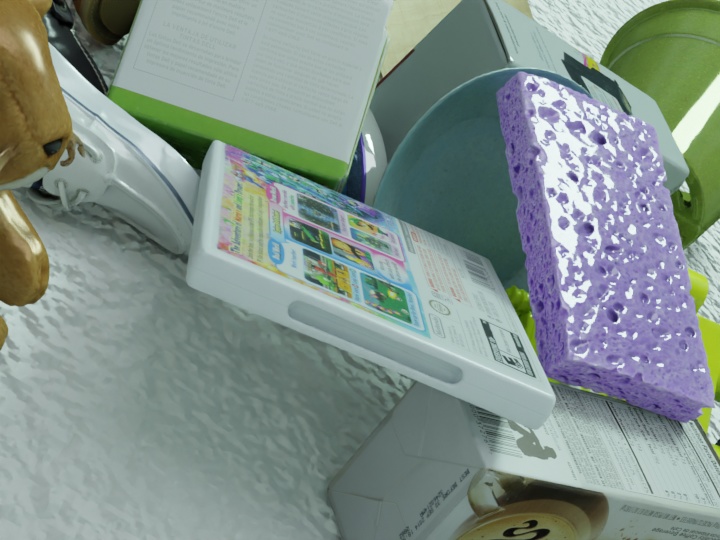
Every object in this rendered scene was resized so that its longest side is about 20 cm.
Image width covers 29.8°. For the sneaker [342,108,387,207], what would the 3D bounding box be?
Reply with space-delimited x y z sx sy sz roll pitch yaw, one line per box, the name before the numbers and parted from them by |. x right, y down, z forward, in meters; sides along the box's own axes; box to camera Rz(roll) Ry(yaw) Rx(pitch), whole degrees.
sneaker | -0.073 -0.100 0.898 0.146 0.081 0.201 -2 60 -25

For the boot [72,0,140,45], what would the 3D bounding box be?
boot | -0.190 -0.240 0.923 0.155 0.077 0.200 43 25 -5

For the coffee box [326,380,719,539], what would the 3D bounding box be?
coffee box | 0.099 0.127 0.734 0.199 0.113 0.080 16 36 -34

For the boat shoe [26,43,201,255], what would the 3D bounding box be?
boat shoe | -0.166 -0.066 0.759 0.200 0.074 0.065 41 63 -11

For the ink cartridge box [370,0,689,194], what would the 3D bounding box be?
ink cartridge box | 0.111 -0.087 0.963 0.199 0.146 0.083 23 38 -38

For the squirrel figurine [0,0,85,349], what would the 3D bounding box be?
squirrel figurine | -0.212 -0.061 0.578 0.200 0.187 0.141 48 33 15

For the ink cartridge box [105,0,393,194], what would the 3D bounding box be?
ink cartridge box | -0.053 -0.159 0.833 0.147 0.076 0.201 18 77 -3

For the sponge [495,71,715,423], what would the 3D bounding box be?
sponge | 0.140 -0.016 0.785 0.111 0.030 0.201 17 52 -30

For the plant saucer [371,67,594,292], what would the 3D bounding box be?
plant saucer | 0.081 -0.035 0.875 0.200 0.202 0.039 14 10 -35

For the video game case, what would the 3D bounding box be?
video game case | 0.000 0.000 0.703 0.181 0.024 0.200 23 17 -12

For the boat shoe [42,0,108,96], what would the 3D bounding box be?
boat shoe | -0.216 -0.168 0.827 0.200 0.065 0.072 51 32 18

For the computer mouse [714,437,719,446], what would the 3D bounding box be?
computer mouse | 0.206 0.062 0.955 0.199 0.110 0.044 29 24 0

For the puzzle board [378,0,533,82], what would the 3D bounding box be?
puzzle board | 0.085 -0.150 1.072 0.199 0.017 0.152 -25 98 -43

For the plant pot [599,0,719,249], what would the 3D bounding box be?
plant pot | 0.260 -0.103 1.155 0.200 0.200 0.190 41 44 4

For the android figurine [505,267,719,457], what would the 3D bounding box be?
android figurine | 0.170 0.072 0.875 0.199 0.041 0.183 25 70 -18
